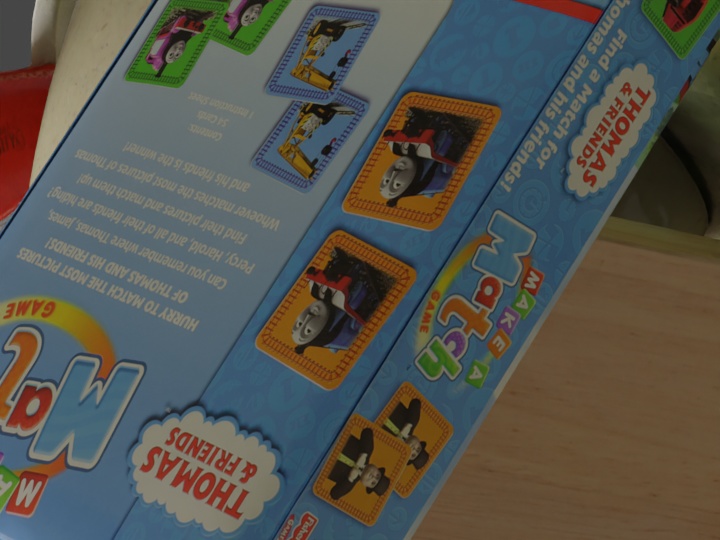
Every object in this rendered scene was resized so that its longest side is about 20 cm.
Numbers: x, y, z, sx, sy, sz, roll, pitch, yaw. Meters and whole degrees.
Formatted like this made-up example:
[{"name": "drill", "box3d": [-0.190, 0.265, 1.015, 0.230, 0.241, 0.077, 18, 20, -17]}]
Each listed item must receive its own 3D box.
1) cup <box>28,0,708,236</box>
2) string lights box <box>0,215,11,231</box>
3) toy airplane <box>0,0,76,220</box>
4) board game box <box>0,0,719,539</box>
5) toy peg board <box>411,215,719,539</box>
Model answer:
[{"name": "cup", "box3d": [-0.019, -0.006, 0.875, 0.200, 0.143, 0.200, 31, 169, 6]}, {"name": "string lights box", "box3d": [-0.099, 0.017, 1.292, 0.059, 0.103, 0.200, 64, -176, 26]}, {"name": "toy airplane", "box3d": [-0.152, -0.039, 0.971, 0.141, 0.200, 0.199, -9, 145, 17]}, {"name": "board game box", "box3d": [-0.015, -0.014, 0.670, 0.151, 0.200, 0.037, 20, 164, 50]}, {"name": "toy peg board", "box3d": [0.038, 0.067, 0.802, 0.200, 0.199, 0.098, 11, -161, -25]}]
